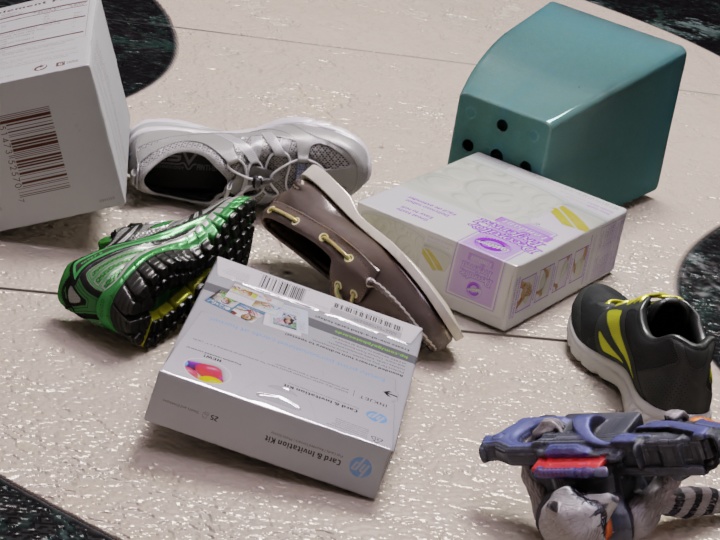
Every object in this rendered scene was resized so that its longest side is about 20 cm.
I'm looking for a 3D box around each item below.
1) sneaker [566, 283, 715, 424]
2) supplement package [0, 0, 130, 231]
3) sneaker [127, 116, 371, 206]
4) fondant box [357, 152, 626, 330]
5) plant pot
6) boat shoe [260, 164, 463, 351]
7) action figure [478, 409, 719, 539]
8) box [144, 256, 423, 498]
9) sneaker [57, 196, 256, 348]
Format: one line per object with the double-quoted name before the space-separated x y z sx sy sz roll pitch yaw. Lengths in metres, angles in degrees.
"sneaker" 0.211 0.048 1.645 0.074 0.085 0.200 4 23 -20
"supplement package" -0.245 -0.125 1.753 0.117 0.117 0.200 -12 23 1
"sneaker" -0.091 -0.074 1.823 0.200 0.075 0.082 0 29 0
"fondant box" 0.102 -0.027 1.808 0.144 0.058 0.200 23 26 25
"plant pot" 0.166 -0.127 1.980 0.141 0.142 0.200 22 29 25
"boat shoe" 0.000 0.000 1.688 0.060 0.072 0.200 -38 54 -9
"action figure" 0.186 0.132 1.415 0.200 0.105 0.193 -2 13 43
"box" -0.045 0.066 1.509 0.156 0.041 0.200 19 21 -1
"sneaker" -0.139 -0.013 1.626 0.085 0.078 0.200 20 24 22
